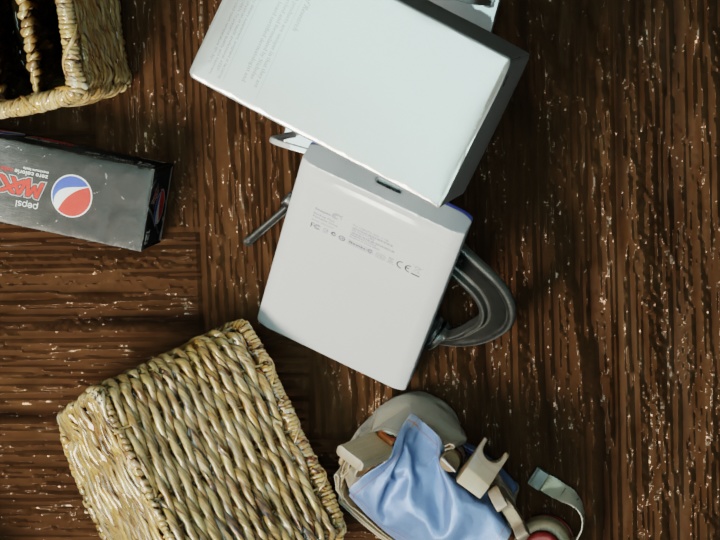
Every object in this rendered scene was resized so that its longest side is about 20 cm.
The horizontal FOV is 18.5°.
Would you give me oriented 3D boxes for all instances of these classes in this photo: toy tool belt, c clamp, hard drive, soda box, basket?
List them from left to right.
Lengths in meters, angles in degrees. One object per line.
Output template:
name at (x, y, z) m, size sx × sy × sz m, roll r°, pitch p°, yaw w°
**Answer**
basket at (-0.271, -0.219, 1.682) m, size 0.142 × 0.149 × 0.201 m, roll -8°, pitch 96°, yaw 10°
soda box at (-0.254, -0.069, 1.747) m, size 0.199 × 0.063 × 0.071 m, roll 12°, pitch 99°, yaw 8°
basket at (-0.128, 0.165, 1.736) m, size 0.148 × 0.143 × 0.201 m, roll -25°, pitch 85°, yaw -29°
hard drive at (0.000, 0.000, 1.670) m, size 0.131 × 0.025 × 0.200 m, roll 25°, pitch 141°, yaw 5°
c clamp at (0.023, -0.004, 1.700) m, size 0.200 × 0.027 × 0.171 m, roll 39°, pitch 142°, yaw -4°
toy tool belt at (0.073, 0.182, 1.693) m, size 0.199 × 0.123 × 0.125 m, roll 33°, pitch 101°, yaw 4°

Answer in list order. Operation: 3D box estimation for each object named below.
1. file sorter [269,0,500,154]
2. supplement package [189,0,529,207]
file sorter at (0.021, -0.173, 1.661) m, size 0.138 × 0.125 × 0.201 m, roll 16°, pitch 99°, yaw 8°
supplement package at (0.002, -0.144, 1.545) m, size 0.199 × 0.117 × 0.118 m, roll 28°, pitch 101°, yaw 7°
